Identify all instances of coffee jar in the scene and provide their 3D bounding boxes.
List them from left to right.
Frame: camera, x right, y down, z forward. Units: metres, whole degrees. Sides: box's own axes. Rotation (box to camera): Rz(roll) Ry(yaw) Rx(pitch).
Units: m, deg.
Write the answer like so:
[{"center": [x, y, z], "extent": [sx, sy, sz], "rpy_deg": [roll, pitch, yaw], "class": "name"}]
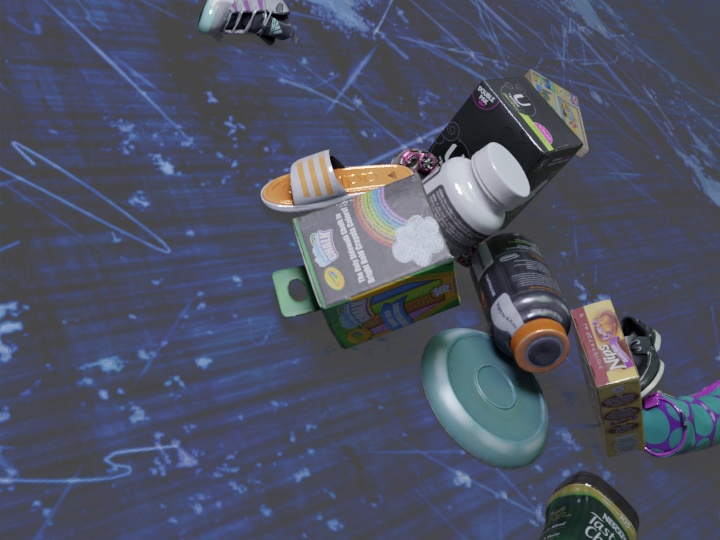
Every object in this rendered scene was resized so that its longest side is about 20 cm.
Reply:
[{"center": [0.238, 0.316, 0.855], "extent": [0.104, 0.085, 0.200], "rpy_deg": [43, 39, 3], "class": "coffee jar"}]

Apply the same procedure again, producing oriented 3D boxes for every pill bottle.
[{"center": [0.117, -0.077, 1.020], "extent": [0.110, 0.199, 0.112], "rpy_deg": [31, 39, -30], "class": "pill bottle"}, {"center": [0.215, 0.045, 1.041], "extent": [0.105, 0.107, 0.201], "rpy_deg": [23, 29, -20], "class": "pill bottle"}]

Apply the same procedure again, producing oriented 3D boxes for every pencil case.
[{"center": [0.487, 0.215, 1.146], "extent": [0.198, 0.085, 0.094], "rpy_deg": [0, 82, -39], "class": "pencil case"}]

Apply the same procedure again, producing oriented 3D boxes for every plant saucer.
[{"center": [0.166, 0.153, 0.996], "extent": [0.198, 0.027, 0.202], "rpy_deg": [21, 43, -21], "class": "plant saucer"}]

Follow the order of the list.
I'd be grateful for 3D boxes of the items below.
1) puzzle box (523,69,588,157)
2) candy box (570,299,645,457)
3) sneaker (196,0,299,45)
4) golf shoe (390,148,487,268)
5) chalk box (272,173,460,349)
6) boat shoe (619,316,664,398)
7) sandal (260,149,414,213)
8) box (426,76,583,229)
[{"center": [0.410, -0.332, 1.639], "extent": [0.132, 0.025, 0.201], "rpy_deg": [25, 42, -19], "class": "puzzle box"}, {"center": [0.324, 0.145, 1.015], "extent": [0.201, 0.056, 0.118], "rpy_deg": [60, 17, -48], "class": "candy box"}, {"center": [-0.158, -0.384, 1.195], "extent": [0.139, 0.078, 0.201], "rpy_deg": [33, 40, -8], "class": "sneaker"}, {"center": [0.116, -0.092, 1.143], "extent": [0.072, 0.092, 0.201], "rpy_deg": [-37, 101, -8], "class": "golf shoe"}, {"center": [0.000, 0.000, 0.900], "extent": [0.198, 0.124, 0.126], "rpy_deg": [-20, 61, 1], "class": "chalk box"}, {"center": [0.408, 0.123, 1.170], "extent": [0.066, 0.074, 0.199], "rpy_deg": [46, 35, -1], "class": "boat shoe"}, {"center": [-0.030, -0.128, 1.013], "extent": [0.204, 0.060, 0.080], "rpy_deg": [-10, 41, -8], "class": "sandal"}, {"center": [0.203, -0.169, 1.185], "extent": [0.124, 0.200, 0.149], "rpy_deg": [-18, 66, -46], "class": "box"}]
